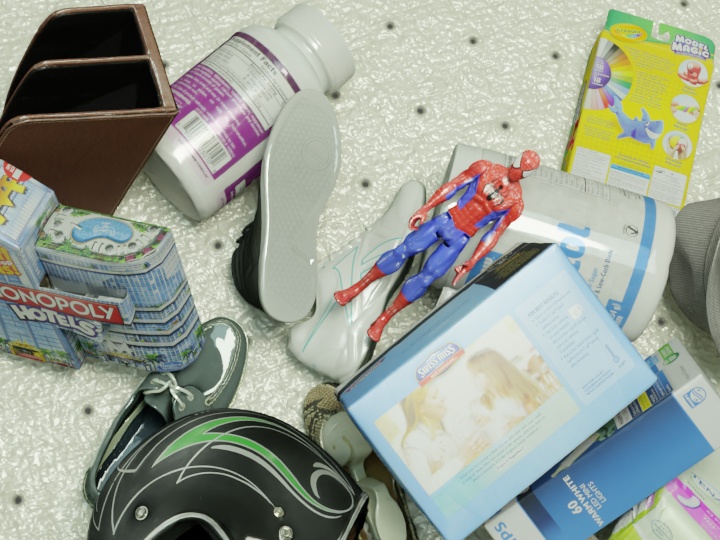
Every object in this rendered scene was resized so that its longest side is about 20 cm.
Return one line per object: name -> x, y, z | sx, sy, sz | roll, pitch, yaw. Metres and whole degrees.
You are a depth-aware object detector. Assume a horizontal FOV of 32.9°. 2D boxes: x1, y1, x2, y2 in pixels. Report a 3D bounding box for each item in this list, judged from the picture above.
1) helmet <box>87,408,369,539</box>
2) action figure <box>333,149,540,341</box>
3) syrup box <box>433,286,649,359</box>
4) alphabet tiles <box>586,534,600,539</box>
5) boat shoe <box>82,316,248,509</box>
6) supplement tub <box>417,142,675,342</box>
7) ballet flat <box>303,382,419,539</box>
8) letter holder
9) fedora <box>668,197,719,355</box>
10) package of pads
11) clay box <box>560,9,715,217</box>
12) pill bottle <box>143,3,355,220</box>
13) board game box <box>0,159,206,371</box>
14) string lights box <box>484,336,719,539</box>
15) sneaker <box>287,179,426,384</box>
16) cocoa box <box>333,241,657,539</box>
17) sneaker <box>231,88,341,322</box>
helmet -> -0.107, 0.202, 0.937 | 0.189, 0.200, 0.201 | 23, 72, 9
action figure -> 0.068, -0.026, 0.983 | 0.200, 0.052, 0.065 | -43, 88, 13
syrup box -> 0.147, 0.089, 1.055 | 0.198, 0.079, 0.082 | 18, 72, 1
alphabet tiles -> 0.150, 0.312, 0.953 | 0.196, 0.015, 0.200 | -51, 50, 7
boat shoe -> -0.160, 0.119, 1.026 | 0.073, 0.062, 0.200 | 36, 73, 6
supplement tub -> 0.161, -0.023, 1.065 | 0.198, 0.132, 0.133 | 15, 72, 0
ballet flat -> 0.009, 0.179, 1.016 | 0.067, 0.075, 0.201 | -20, 75, -10
letter holder -> -0.257, -0.119, 1.001 | 0.141, 0.200, 0.101 | -10, 72, -31
fedora -> 0.330, -0.004, 1.067 | 0.200, 0.090, 0.178 | 40, 74, -37
package of pads -> 0.287, 0.214, 0.980 | 0.155, 0.200, 0.068 | 46, 118, 9
clay box -> 0.261, -0.140, 1.155 | 0.114, 0.048, 0.201 | 17, 71, 1
pill bottle -> -0.103, -0.147, 1.090 | 0.200, 0.112, 0.112 | -41, 80, -16
board game box -> -0.238, 0.001, 0.958 | 0.198, 0.201, 0.062 | 12, 56, 15
string lights box -> 0.191, 0.145, 0.955 | 0.199, 0.103, 0.059 | -37, 97, 10
sneaker -> 0.000, 0.000, 1.076 | 0.080, 0.071, 0.201 | 23, 71, 9
cocoa box -> 0.097, 0.088, 0.935 | 0.200, 0.131, 0.134 | -38, 94, -4
sneaker -> -0.071, -0.055, 1.061 | 0.070, 0.099, 0.202 | 10, 83, -24
